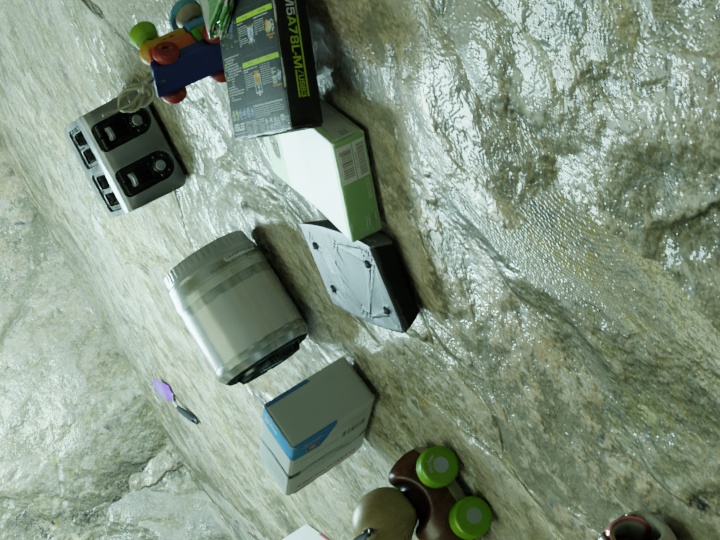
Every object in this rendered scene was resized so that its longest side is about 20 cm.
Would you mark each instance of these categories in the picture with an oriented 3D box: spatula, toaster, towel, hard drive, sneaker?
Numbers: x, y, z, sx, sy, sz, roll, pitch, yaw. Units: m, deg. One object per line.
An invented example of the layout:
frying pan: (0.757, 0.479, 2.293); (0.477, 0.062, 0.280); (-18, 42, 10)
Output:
spatula: (-0.430, 0.313, 3.162); (0.200, 0.020, 0.057); (35, 147, 48)
toaster: (-0.395, -0.196, 2.253); (0.182, 0.118, 0.200); (64, 159, -10)
towel: (-0.165, -0.375, 1.520); (0.200, 0.023, 0.154); (120, 136, -60)
hard drive: (0.000, 0.000, 1.698); (0.200, 0.042, 0.136); (20, 136, 61)
sneaker: (0.270, 0.297, 1.418); (0.200, 0.075, 0.105); (-6, 118, 60)

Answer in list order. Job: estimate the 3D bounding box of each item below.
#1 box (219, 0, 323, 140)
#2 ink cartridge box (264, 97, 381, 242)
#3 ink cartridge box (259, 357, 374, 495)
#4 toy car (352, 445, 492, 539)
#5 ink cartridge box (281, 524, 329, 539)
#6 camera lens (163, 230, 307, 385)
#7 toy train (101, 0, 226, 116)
box: (-0.109, -0.251, 1.534); (0.200, 0.047, 0.195); (-178, 81, -66)
ink cartridge box: (-0.054, -0.141, 1.630); (0.200, 0.048, 0.146); (44, 154, 46)
ink cartridge box: (-0.068, 0.234, 2.007); (0.084, 0.145, 0.200); (51, 158, 20)
toy car: (0.051, 0.349, 1.826); (0.158, 0.199, 0.164); (56, 160, 9)
ink cartridge box: (-0.071, 0.618, 2.643); (0.145, 0.084, 0.201); (16, 132, 63)
camera lens: (-0.187, 0.061, 2.051); (0.201, 0.159, 0.160); (58, 160, 5)
toy train: (-0.264, -0.275, 1.728); (0.116, 0.199, 0.085); (51, 159, 34)
